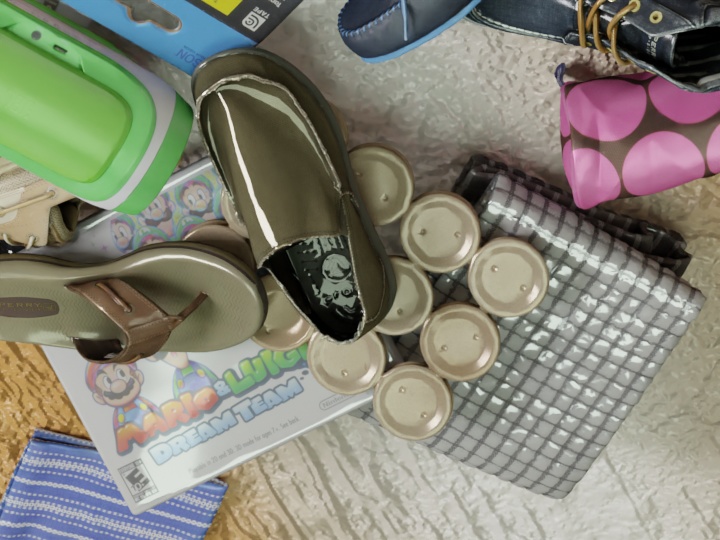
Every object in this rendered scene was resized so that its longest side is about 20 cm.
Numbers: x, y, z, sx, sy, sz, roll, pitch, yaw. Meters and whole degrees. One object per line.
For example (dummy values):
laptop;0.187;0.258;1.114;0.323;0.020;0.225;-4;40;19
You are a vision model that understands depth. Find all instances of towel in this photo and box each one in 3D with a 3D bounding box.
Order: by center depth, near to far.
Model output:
towel;0.102;0.032;1.831;0.165;0.086;0.200;25;121;-9
towel;-0.191;0.200;2.013;0.144;0.024;0.200;16;128;-13

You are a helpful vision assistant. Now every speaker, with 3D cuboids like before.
speaker;-0.198;-0.110;1.659;0.200;0.089;0.088;29;124;-19

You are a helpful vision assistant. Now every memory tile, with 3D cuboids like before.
memory tile;0.000;0.000;1.759;0.200;0.017;0.153;35;108;-2

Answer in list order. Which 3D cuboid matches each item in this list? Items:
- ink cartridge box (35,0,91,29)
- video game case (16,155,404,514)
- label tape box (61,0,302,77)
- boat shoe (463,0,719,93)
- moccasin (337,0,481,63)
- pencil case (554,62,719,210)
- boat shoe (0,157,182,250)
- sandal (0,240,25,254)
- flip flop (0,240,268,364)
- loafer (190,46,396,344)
ink cartridge box;-0.223;-0.189;1.677;0.162;0.057;0.200;24;131;-17
video game case;-0.097;0.032;1.802;0.200;0.024;0.182;-26;98;12
label tape box;-0.076;-0.214;1.634;0.144;0.063;0.200;30;125;-30
boat shoe;0.149;-0.151;1.673;0.200;0.091;0.071;-1;130;2
moccasin;0.056;-0.203;1.649;0.200;0.081;0.068;-42;126;14
pencil case;0.217;-0.095;1.724;0.199;0.094;0.091;-10;84;9
boat shoe;-0.202;-0.043;1.765;0.200;0.071;0.065;-29;87;19
sandal;-0.192;0.010;1.845;0.200;0.045;0.075;23;106;0
flip flop;-0.154;0.027;1.752;0.199;0.058;0.081;1;128;7
loafer;-0.036;-0.040;1.691;0.075;0.070;0.200;-25;113;15
